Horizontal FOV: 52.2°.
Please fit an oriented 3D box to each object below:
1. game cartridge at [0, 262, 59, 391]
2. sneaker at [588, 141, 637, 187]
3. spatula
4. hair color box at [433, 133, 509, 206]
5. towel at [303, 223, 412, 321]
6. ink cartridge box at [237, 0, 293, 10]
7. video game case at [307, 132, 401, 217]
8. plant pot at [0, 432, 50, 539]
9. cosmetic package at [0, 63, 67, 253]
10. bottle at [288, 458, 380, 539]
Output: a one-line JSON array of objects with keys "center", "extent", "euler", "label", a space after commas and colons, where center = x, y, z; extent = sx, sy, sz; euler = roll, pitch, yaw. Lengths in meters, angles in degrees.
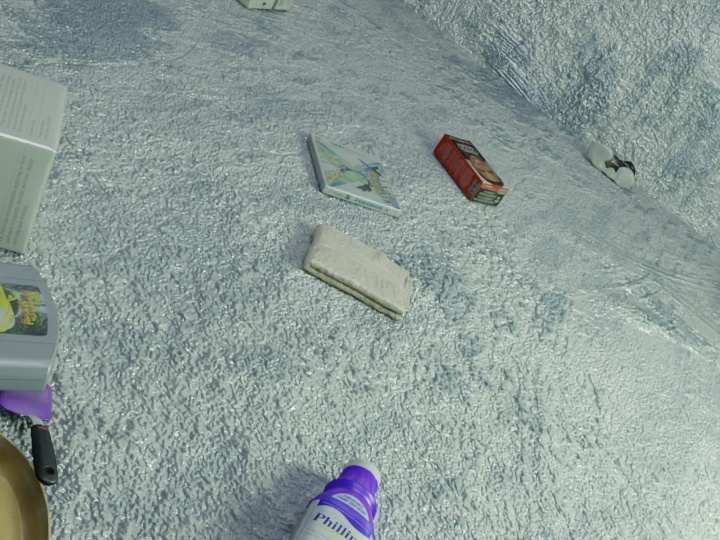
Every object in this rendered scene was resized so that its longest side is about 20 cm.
[{"center": [-0.396, 0.051, 0.787], "extent": [0.132, 0.041, 0.200], "euler": [13, 26, -37], "label": "game cartridge"}, {"center": [0.877, -0.369, 2.546], "extent": [0.200, 0.076, 0.113], "euler": [50, 33, 15], "label": "sneaker"}, {"center": [-0.313, 0.149, 0.705], "extent": [0.056, 0.021, 0.199], "euler": [29, 0, -34], "label": "spatula"}, {"center": [0.274, -0.251, 1.833], "extent": [0.101, 0.062, 0.201], "euler": [6, 41, -39], "label": "hair color box"}, {"center": [0.000, 0.000, 1.256], "extent": [0.198, 0.035, 0.133], "euler": [28, 31, -9], "label": "towel"}, {"center": [-0.253, -0.811, 2.042], "extent": [0.085, 0.146, 0.199], "euler": [39, 32, 14], "label": "ink cartridge box"}, {"center": [-0.015, -0.202, 1.535], "extent": [0.180, 0.022, 0.201], "euler": [16, 35, -27], "label": "video game case"}, {"center": [-0.350, 0.213, 0.588], "extent": [0.199, 0.027, 0.202], "euler": [31, 43, -34], "label": "plant pot"}, {"center": [-0.484, -0.153, 0.895], "extent": [0.198, 0.166, 0.166], "euler": [16, 34, -28], "label": "cosmetic package"}, {"center": [-0.027, 0.286, 0.800], "extent": [0.083, 0.066, 0.200], "euler": [33, 31, 3], "label": "bottle"}]
